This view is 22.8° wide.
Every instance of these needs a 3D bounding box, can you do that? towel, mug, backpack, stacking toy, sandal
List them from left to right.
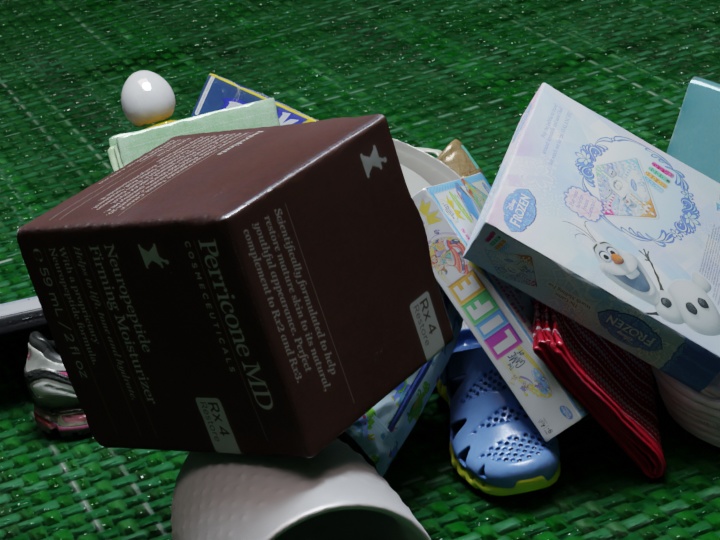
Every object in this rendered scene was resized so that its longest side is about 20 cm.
[{"bbox_3d":[-0.167,-0.085,1.614,0.146,0.200,0.146,-17,8,2],"label":"stacking toy"},{"bbox_3d":[-0.123,-0.035,1.544,0.152,0.200,0.023,-15,2,-15],"label":"towel"},{"bbox_3d":[-0.067,0.191,1.151,0.200,0.148,0.175,-44,32,0],"label":"mug"},{"bbox_3d":[-0.010,0.057,1.321,0.200,0.154,0.163,-42,34,-27],"label":"backpack"},{"bbox_3d":[0.096,0.090,1.340,0.079,0.087,0.200,-12,35,-10],"label":"sandal"},{"bbox_3d":[0.181,0.056,1.347,0.022,0.145,0.200,-35,19,21],"label":"towel"}]

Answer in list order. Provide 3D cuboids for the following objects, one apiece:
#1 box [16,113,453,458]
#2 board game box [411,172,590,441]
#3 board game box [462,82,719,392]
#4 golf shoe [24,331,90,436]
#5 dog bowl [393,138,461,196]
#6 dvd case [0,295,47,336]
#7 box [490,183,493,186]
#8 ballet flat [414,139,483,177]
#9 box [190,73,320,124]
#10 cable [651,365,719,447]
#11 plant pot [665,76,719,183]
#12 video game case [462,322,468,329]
[{"bbox_3d":[-0.080,0.009,1.156,0.200,0.166,0.164,-2,24,42],"label":"box"},{"bbox_3d":[0.113,0.023,1.333,0.034,0.200,0.134,-36,-7,22],"label":"board game box"},{"bbox_3d":[0.192,-0.030,1.328,0.199,0.043,0.200,31,40,-3],"label":"board game box"},{"bbox_3d":[-0.176,0.067,1.463,0.200,0.092,0.073,-17,27,-21],"label":"golf shoe"},{"bbox_3d":[-0.007,-0.053,1.472,0.200,0.059,0.200,12,27,-6],"label":"dog bowl"},{"bbox_3d":[-0.279,0.034,1.555,0.142,0.018,0.200,-13,4,-10],"label":"dvd case"},{"bbox_3d":[0.148,-0.038,1.640,0.200,0.040,0.137,-27,31,-33],"label":"box"},{"bbox_3d":[0.019,-0.075,1.650,0.200,0.072,0.068,-17,2,28],"label":"ballet flat"},{"bbox_3d":[-0.063,-0.111,1.636,0.200,0.070,0.064,26,4,29],"label":"box"},{"bbox_3d":[0.320,0.072,1.344,0.200,0.069,0.200,2,29,17],"label":"cable"},{"bbox_3d":[0.364,-0.055,1.466,0.200,0.141,0.141,19,1,30],"label":"plant pot"},{"bbox_3d":[-0.010,0.045,1.471,0.200,0.018,0.143,-10,51,-11],"label":"video game case"}]
